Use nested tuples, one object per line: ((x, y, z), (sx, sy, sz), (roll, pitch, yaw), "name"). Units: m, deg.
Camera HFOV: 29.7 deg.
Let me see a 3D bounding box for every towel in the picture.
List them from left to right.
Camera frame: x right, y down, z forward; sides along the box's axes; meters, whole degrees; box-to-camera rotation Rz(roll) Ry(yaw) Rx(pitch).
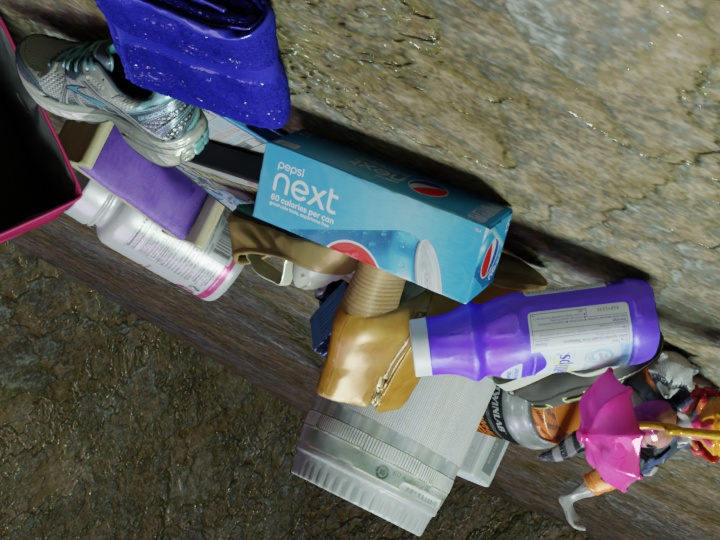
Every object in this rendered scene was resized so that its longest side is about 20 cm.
((-0.125, -0.163, 0.978), (0.146, 0.050, 0.200), (25, 169, 8), "towel")

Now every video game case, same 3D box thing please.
((-0.083, -0.104, 1.244), (0.198, 0.018, 0.143), (30, 168, -18), "video game case")
((-0.085, -0.067, 1.303), (0.198, 0.026, 0.180), (19, 168, 36), "video game case")

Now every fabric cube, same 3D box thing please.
((-0.404, -0.111, 1.301), (0.202, 0.194, 0.199), (66, 162, -6), "fabric cube")

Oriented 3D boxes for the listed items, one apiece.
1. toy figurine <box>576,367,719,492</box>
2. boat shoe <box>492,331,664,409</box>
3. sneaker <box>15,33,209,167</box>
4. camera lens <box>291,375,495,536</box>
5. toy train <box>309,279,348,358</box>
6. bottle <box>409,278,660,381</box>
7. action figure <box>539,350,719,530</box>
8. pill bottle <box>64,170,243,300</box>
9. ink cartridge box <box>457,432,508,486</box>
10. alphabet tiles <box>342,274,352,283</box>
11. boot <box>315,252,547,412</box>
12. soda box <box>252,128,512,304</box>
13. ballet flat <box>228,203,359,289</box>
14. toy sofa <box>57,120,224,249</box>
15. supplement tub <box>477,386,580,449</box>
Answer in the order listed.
((0.269, 0.125, 1.095), (0.181, 0.153, 0.199), (5, -173, 24), "toy figurine")
((0.205, 0.082, 1.232), (0.060, 0.072, 0.200), (36, 151, -23), "boat shoe")
((-0.212, -0.169, 1.146), (0.198, 0.078, 0.087), (25, 147, 21), "sneaker")
((0.037, 0.138, 1.338), (0.158, 0.202, 0.160), (25, 171, 4), "camera lens")
((0.030, 0.076, 1.540), (0.199, 0.087, 0.115), (32, -150, -26), "toy train")
((0.139, 0.052, 1.100), (0.197, 0.066, 0.084), (-7, 162, 1), "bottle")
((0.247, 0.153, 1.281), (0.105, 0.195, 0.199), (43, -149, 19), "action figure")
((-0.226, -0.059, 1.530), (0.199, 0.115, 0.113), (31, 168, -22), "pill bottle")
((0.103, 0.151, 1.629), (0.198, 0.162, 0.047), (16, 165, 43), "ink cartridge box")
((0.000, 0.000, 1.334), (0.165, 0.006, 0.200), (30, 171, -15), "alphabet tiles")
((0.059, 0.053, 1.176), (0.199, 0.146, 0.071), (3, -153, -31), "boot")
((0.016, -0.046, 1.091), (0.198, 0.069, 0.064), (23, -156, 20), "soda box")
((-0.052, -0.014, 1.210), (0.068, 0.064, 0.199), (1, -170, -36), "ballet flat")
((-0.208, -0.100, 1.379), (0.097, 0.084, 0.200), (19, 167, 38), "toy sofa")
((0.159, 0.118, 1.446), (0.122, 0.124, 0.199), (33, 167, -36), "supplement tub")
